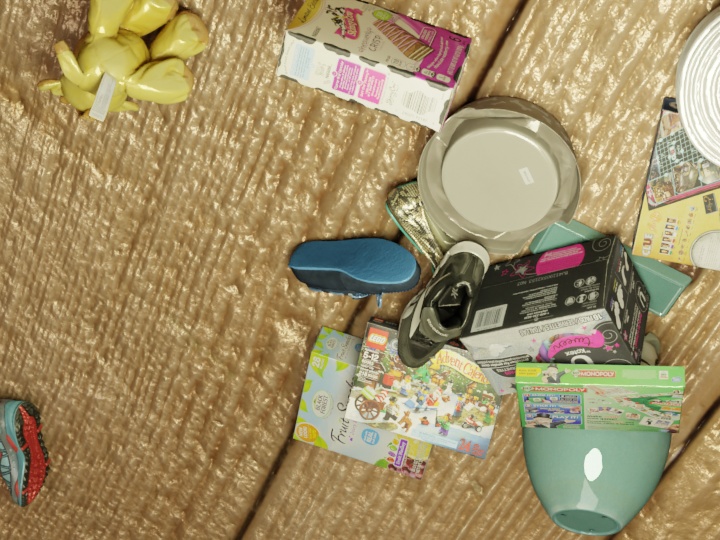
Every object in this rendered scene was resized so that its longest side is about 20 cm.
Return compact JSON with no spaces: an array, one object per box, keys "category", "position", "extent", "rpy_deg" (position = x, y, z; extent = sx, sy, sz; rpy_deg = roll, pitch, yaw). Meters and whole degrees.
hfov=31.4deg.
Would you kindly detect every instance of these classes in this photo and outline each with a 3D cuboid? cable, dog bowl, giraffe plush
[{"category":"cable","position":[0.438,-0.196,1.372],"extent":[0.197,0.069,0.202],"rpy_deg":[20,112,7]},{"category":"dog bowl","position":[0.170,-0.118,1.543],"extent":[0.197,0.059,0.202],"rpy_deg":[8,127,11]},{"category":"giraffe plush","position":[-0.301,-0.247,1.552],"extent":[0.172,0.201,0.162],"rpy_deg":[41,155,-18]}]

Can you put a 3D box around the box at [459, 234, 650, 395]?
[{"category":"box","position":[0.243,0.061,1.582],"extent":[0.198,0.133,0.115],"rpy_deg":[-15,127,33]}]

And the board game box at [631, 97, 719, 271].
[{"category":"board game box","position":[0.402,-0.097,1.501],"extent":[0.133,0.035,0.202],"rpy_deg":[11,127,9]}]

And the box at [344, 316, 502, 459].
[{"category":"box","position":[0.090,0.156,1.703],"extent":[0.197,0.038,0.139],"rpy_deg":[15,103,6]}]

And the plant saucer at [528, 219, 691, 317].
[{"category":"plant saucer","position":[0.312,-0.005,1.606],"extent":[0.198,0.019,0.070],"rpy_deg":[25,128,-3]}]

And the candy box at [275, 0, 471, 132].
[{"category":"candy box","position":[0.018,-0.243,1.452],"extent":[0.197,0.137,0.062],"rpy_deg":[18,126,3]}]

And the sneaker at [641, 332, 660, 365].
[{"category":"sneaker","position":[0.285,0.118,1.658],"extent":[0.197,0.089,0.075],"rpy_deg":[-1,126,20]}]

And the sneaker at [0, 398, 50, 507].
[{"category":"sneaker","position":[-0.559,0.286,2.058],"extent":[0.094,0.079,0.203],"rpy_deg":[13,119,20]}]

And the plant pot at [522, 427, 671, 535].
[{"category":"plant pot","position":[0.305,0.269,1.685],"extent":[0.197,0.136,0.201],"rpy_deg":[9,151,5]}]

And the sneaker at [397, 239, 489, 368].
[{"category":"sneaker","position":[0.094,0.058,1.585],"extent":[0.066,0.091,0.201],"rpy_deg":[26,125,-6]}]

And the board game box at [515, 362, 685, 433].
[{"category":"board game box","position":[0.291,0.156,1.558],"extent":[0.197,0.029,0.135],"rpy_deg":[1,149,11]}]

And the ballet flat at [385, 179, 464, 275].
[{"category":"ballet flat","position":[0.106,-0.028,1.627],"extent":[0.075,0.068,0.201],"rpy_deg":[-24,112,18]}]

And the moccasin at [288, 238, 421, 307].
[{"category":"moccasin","position":[0.000,0.000,1.670],"extent":[0.198,0.081,0.069],"rpy_deg":[10,145,38]}]

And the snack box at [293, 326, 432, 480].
[{"category":"snack box","position":[0.016,0.189,1.803],"extent":[0.197,0.068,0.170],"rpy_deg":[17,126,6]}]
